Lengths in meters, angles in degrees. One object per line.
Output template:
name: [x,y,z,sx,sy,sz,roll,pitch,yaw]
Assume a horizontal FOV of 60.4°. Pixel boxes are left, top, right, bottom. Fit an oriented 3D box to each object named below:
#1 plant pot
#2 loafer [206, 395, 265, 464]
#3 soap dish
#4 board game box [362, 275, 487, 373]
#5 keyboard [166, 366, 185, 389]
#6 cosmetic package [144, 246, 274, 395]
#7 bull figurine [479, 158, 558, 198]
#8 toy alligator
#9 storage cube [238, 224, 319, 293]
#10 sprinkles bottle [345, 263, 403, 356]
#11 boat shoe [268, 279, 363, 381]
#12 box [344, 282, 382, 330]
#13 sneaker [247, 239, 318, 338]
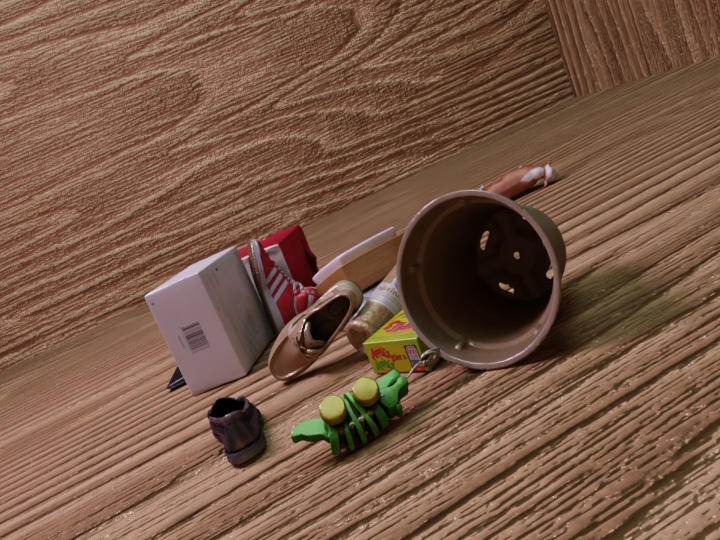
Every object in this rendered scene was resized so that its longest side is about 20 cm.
plant pot: [0.171,-0.004,0.770,0.197,0.206,0.182,-16,2,34]
loafer: [-0.172,0.194,0.834,0.071,0.064,0.199,-26,12,-16]
soap dish: [0.000,0.000,1.219,0.155,0.082,0.200,-29,-3,-25]
board game box: [0.103,0.070,0.869,0.100,0.049,0.199,-12,17,45]
keyboard: [-0.340,0.191,1.312,0.125,0.021,0.200,-31,13,-2]
cosmetic package: [-0.275,0.088,1.177,0.120,0.203,0.200,-21,12,12]
bull figurine: [0.393,-0.222,1.552,0.196,0.067,0.121,-22,7,-1]
toy alligator: [0.019,0.151,0.680,0.197,0.060,0.055,-26,53,-15]
storage cube: [-0.197,0.022,1.385,0.196,0.174,0.180,-20,12,14]
sprinkles bottle: [0.056,0.040,0.945,0.067,0.069,0.201,-11,31,48]
boat shoe: [-0.076,0.095,0.930,0.201,0.071,0.065,-49,1,16]
box: [0.066,0.046,1.072,0.197,0.042,0.155,-30,13,-22]
sneaker: [-0.152,0.023,1.247,0.110,0.205,0.071,-19,-3,-18]
